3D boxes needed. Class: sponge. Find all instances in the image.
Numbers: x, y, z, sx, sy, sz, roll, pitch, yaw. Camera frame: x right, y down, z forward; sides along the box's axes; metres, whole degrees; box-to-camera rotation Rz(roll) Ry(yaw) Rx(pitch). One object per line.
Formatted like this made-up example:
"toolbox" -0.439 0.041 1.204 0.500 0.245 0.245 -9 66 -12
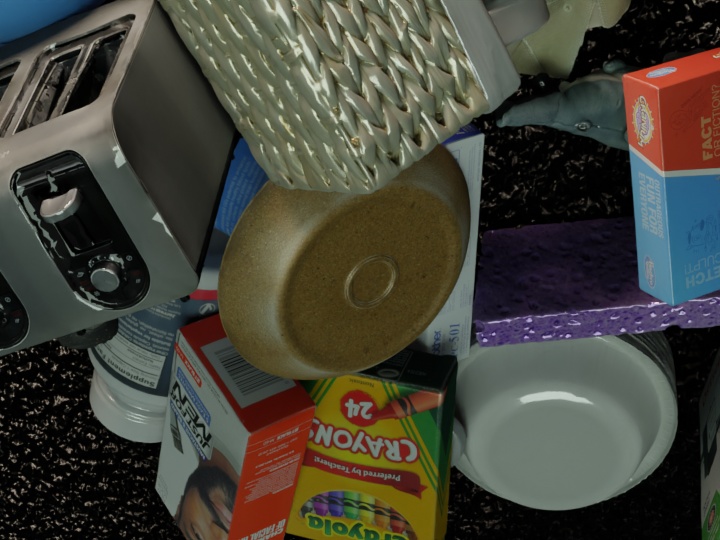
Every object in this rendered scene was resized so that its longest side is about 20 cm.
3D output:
"sponge" 0.186 0.003 1.061 0.198 0.112 0.030 -6 127 14

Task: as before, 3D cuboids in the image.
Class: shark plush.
"shark plush" 0.185 -0.107 0.962 0.199 0.084 0.091 13 127 -35

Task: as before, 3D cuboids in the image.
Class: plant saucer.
"plant saucer" 0.000 0.000 0.965 0.199 0.035 0.201 -19 130 -23

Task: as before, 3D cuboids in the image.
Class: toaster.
"toaster" -0.174 -0.059 0.846 0.180 0.201 0.119 -16 125 19

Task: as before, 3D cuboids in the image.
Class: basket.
"basket" -0.024 -0.152 0.825 0.135 0.123 0.201 8 136 56

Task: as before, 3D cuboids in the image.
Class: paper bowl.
"paper bowl" 0.157 0.114 1.153 0.199 0.105 0.202 4 127 5

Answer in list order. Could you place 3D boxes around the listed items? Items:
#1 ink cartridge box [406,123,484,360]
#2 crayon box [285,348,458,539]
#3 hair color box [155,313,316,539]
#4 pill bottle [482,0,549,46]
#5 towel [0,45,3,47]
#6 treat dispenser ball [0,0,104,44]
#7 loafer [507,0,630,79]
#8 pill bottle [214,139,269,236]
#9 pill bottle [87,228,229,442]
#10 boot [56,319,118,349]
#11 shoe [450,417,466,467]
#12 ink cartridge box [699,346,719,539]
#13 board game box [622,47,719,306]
"ink cartridge box" 0.045 -0.032 1.066 0.044 0.094 0.201 -18 129 -25
"crayon box" 0.006 0.151 1.101 0.126 0.051 0.201 10 122 15
"hair color box" -0.101 0.139 1.099 0.064 0.111 0.201 -20 143 -29
"pill bottle" 0.047 -0.235 0.884 0.111 0.112 0.201 -16 108 20
"towel" -0.211 -0.116 1.015 0.024 0.200 0.145 -40 123 -17
"treat dispenser ball" -0.231 -0.244 0.891 0.199 0.202 0.202 4 127 6
"loafer" 0.156 -0.205 0.941 0.068 0.076 0.200 25 135 -11
"pill bottle" -0.089 -0.085 1.023 0.199 0.112 0.113 28 128 10
"pill bottle" -0.154 0.037 1.137 0.119 0.120 0.201 19 128 -5
"boot" -0.221 -0.054 1.042 0.069 0.200 0.132 -19 142 -24
"shoe" -0.002 0.110 1.168 0.198 0.091 0.072 3 120 20
"ink cartridge box" 0.314 0.121 1.073 0.082 0.201 0.147 13 127 4
"board game box" 0.274 -0.079 0.951 0.199 0.040 0.154 -18 115 -18
